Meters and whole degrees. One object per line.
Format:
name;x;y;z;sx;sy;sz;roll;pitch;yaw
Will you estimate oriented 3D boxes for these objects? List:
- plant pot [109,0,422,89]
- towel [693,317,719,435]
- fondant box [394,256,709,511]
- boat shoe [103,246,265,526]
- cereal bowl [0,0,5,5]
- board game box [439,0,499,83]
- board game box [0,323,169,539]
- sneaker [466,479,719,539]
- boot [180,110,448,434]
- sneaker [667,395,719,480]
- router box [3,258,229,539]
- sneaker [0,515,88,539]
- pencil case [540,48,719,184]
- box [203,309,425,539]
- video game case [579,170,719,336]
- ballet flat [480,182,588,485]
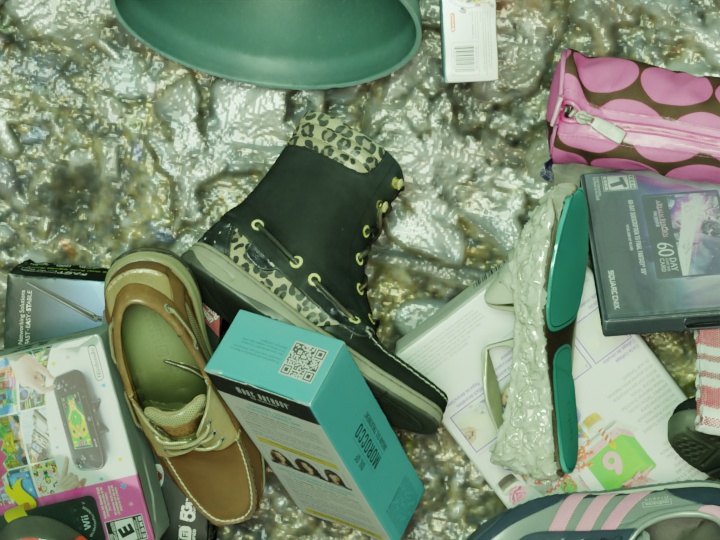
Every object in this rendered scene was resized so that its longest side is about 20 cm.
plant pot;-0.053;-0.220;1.195;0.200;0.200;0.135;6;71;1
towel;0.288;0.045;1.215;0.146;0.200;0.030;8;134;1
fondant box;0.138;0.090;1.282;0.144;0.058;0.200;-37;94;6
boat shoe;-0.119;0.085;1.201;0.075;0.074;0.200;-18;114;9
cereal bowl;-0.314;-0.253;1.241;0.199;0.083;0.201;0;98;2
board game box;0.065;-0.222;1.170;0.034;0.134;0.201;-2;98;2
board game box;-0.244;0.129;1.235;0.199;0.064;0.148;-13;96;6
sneaker;0.160;0.184;1.223;0.199;0.082;0.070;-15;99;8
boot;0.000;-0.001;1.236;0.203;0.074;0.154;34;68;3
sneaker;0.287;0.088;1.244;0.199;0.076;0.115;11;69;-26
router box;-0.171;0.098;1.290;0.149;0.062;0.201;4;97;3
sneaker;-0.146;0.239;1.185;0.201;0.108;0.067;27;123;-27
pencil case;0.222;-0.093;1.225;0.199;0.094;0.091;7;91;8
box;-0.026;0.106;1.217;0.082;0.200;0.049;16;63;28
video game case;0.253;-0.019;1.232;0.199;0.143;0.019;-5;134;3
ballet flat;0.110;0.042;1.217;0.071;0.072;0.201;2;97;2
